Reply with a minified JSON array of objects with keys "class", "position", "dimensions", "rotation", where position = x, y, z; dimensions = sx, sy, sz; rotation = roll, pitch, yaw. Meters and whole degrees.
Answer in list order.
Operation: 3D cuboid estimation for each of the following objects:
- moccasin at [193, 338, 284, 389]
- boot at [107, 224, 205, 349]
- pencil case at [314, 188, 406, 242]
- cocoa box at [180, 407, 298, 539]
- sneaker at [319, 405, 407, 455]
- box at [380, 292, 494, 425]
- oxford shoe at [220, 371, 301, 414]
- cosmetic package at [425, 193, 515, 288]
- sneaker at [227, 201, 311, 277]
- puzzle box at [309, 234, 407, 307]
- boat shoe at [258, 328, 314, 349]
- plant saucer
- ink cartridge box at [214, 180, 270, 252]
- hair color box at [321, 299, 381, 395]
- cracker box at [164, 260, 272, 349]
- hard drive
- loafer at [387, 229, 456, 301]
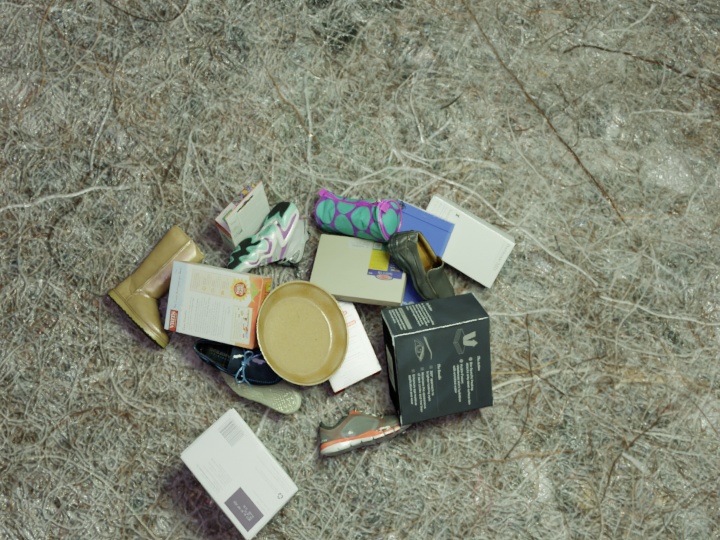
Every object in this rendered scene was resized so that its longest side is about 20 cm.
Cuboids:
[{"class":"moccasin","position":[-0.242,0.183,1.497],"dimensions":[0.195,0.068,0.083],"rotation":[9,84,19]},{"class":"boot","position":[-0.395,0.031,1.573],"dimensions":[0.175,0.066,0.200],"rotation":[43,74,7]},{"class":"pencil case","position":[-0.004,-0.115,1.582],"dimensions":[0.197,0.094,0.085],"rotation":[10,40,41]},{"class":"cocoa box","position":[-0.226,0.386,1.452],"dimensions":[0.133,0.132,0.200],"rotation":[-41,81,-14]},{"class":"sneaker","position":[0.007,0.304,1.527],"dimensions":[0.195,0.077,0.084],"rotation":[-14,69,-9]},{"class":"box","position":[0.151,0.172,1.505],"dimensions":[0.194,0.118,0.202],"rotation":[-10,114,-7]},{"class":"oxford shoe","position":[-0.199,0.228,1.542],"dimensions":[0.196,0.058,0.077],"rotation":[26,94,18]},{"class":"cosmetic package","position":[0.218,-0.064,1.623],"dimensions":[0.197,0.081,0.115],"rotation":[29,104,6]},{"class":"sneaker","position":[-0.174,-0.027,1.588],"dimensions":[0.200,0.077,0.141],"rotation":[-47,126,-17]},{"class":"puzzle box","position":[0.000,0.000,1.558],"dimensions":[0.194,0.026,0.136],"rotation":[7,63,13]},{"class":"boat shoe","position":[-0.190,0.133,1.536],"dimensions":[0.194,0.065,0.076],"rotation":[3,92,14]},{"class":"plant saucer","position":[-0.116,0.123,1.491],"dimensions":[0.195,0.035,0.206],"rotation":[10,70,-27]},{"class":"ink cartridge box","position":[-0.239,-0.114,1.554],"dimensions":[0.050,0.201,0.109],"rotation":[38,74,13]},{"class":"hair color box","position":[-0.045,0.137,1.573],"dimensions":[0.109,0.064,0.204],"rotation":[-23,79,-8]},{"class":"cracker box","position":[-0.278,0.065,1.498],"dimensions":[0.195,0.058,0.138],"rotation":[11,94,15]},{"class":"hard drive","position":[0.101,-0.028,1.597],"dimensions":[0.129,0.025,0.205],"rotation":[22,103,6]},{"class":"loafer","position":[0.136,0.000,1.524],"dimensions":[0.200,0.071,0.074],"rotation":[46,51,-27]}]
